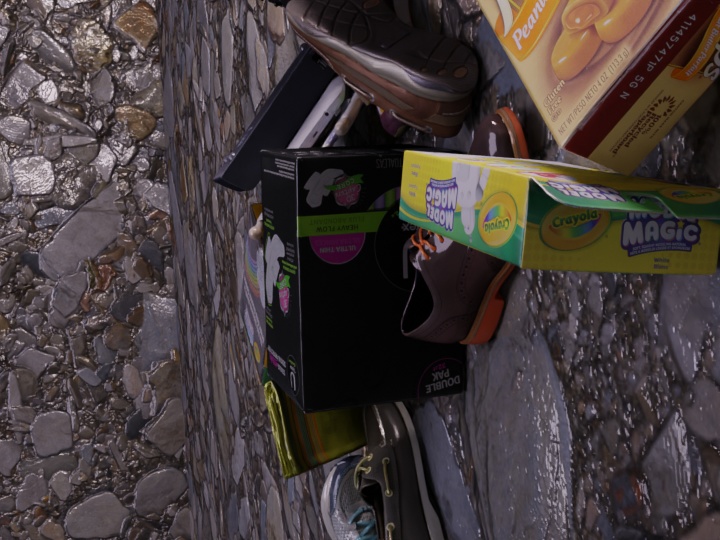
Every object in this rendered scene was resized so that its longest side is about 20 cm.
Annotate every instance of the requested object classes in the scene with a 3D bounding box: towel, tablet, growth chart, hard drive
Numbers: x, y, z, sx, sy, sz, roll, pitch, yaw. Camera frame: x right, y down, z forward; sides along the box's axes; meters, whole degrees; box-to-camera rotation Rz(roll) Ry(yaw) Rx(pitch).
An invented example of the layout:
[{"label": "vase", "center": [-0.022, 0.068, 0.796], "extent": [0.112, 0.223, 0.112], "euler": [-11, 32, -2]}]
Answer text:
[{"label": "towel", "center": [-0.030, 0.138, 1.004], "extent": [0.199, 0.018, 0.088], "euler": [-3, -101, -66]}, {"label": "tablet", "center": [-0.055, -0.147, 1.067], "extent": [0.131, 0.014, 0.201], "euler": [-53, 13, 16]}, {"label": "growth chart", "center": [-0.042, -0.118, 1.018], "extent": [0.200, 0.018, 0.146], "euler": [-44, 17, 46]}, {"label": "hard drive", "center": [-0.083, -0.169, 1.103], "extent": [0.202, 0.042, 0.135], "euler": [-56, 12, -4]}]

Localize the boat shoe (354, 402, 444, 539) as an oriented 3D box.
[{"label": "boat shoe", "center": [0.028, 0.203, 0.981], "extent": [0.073, 0.059, 0.204], "euler": [104, 157, -50]}]

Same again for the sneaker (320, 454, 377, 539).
[{"label": "sneaker", "center": [0.018, 0.282, 1.030], "extent": [0.086, 0.076, 0.204], "euler": [8, 111, 66]}]

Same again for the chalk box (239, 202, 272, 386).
[{"label": "chalk box", "center": [-0.059, 0.040, 1.136], "extent": [0.126, 0.121, 0.203], "euler": [-113, 24, -44]}]

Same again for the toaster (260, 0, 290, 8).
[{"label": "toaster", "center": [-0.074, -0.365, 1.019], "extent": [0.202, 0.117, 0.181], "euler": [61, 173, -24]}]

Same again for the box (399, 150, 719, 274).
[{"label": "box", "center": [0.107, -0.033, 0.570], "extent": [0.200, 0.115, 0.050], "euler": [-154, 67, -71]}]

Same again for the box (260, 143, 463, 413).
[{"label": "box", "center": [0.000, 0.000, 0.881], "extent": [0.124, 0.145, 0.205], "euler": [-153, 61, -69]}]

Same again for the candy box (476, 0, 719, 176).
[{"label": "candy box", "center": [0.120, -0.162, 0.546], "extent": [0.116, 0.055, 0.202], "euler": [-51, 41, 31]}]

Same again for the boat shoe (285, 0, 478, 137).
[{"label": "boat shoe", "center": [0.010, -0.168, 0.849], "extent": [0.199, 0.075, 0.073], "euler": [39, 146, 33]}]

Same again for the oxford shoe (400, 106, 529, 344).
[{"label": "oxford shoe", "center": [0.074, -0.023, 0.758], "extent": [0.072, 0.071, 0.203], "euler": [-114, 27, -50]}]

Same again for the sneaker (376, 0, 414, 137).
[{"label": "sneaker", "center": [0.001, -0.216, 0.930], "extent": [0.075, 0.088, 0.204], "euler": [139, 126, -69]}]
